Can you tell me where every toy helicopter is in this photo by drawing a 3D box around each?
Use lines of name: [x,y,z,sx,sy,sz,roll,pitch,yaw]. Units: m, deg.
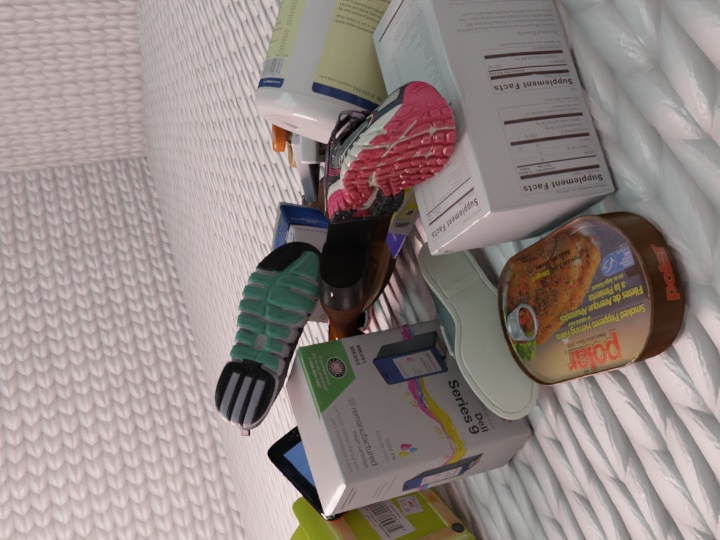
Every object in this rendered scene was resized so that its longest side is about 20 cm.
toy helicopter: [-0.099,-0.254,1.151,0.132,0.078,0.202,133,135,-76]

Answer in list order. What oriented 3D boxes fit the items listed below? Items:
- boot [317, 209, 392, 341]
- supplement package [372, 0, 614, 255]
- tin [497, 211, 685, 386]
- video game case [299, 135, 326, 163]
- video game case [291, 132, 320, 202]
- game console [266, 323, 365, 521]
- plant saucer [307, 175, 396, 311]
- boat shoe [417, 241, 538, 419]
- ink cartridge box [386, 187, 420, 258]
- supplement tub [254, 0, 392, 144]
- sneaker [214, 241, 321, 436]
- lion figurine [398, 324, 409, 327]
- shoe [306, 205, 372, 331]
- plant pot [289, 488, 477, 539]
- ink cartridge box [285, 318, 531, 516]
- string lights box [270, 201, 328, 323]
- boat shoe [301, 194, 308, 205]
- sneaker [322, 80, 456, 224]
boot: [0.000,0.000,0.805,0.201,0.068,0.189,90,-174,-57]
supplement package: [0.098,-0.128,0.595,0.114,0.109,0.202,141,117,-67]
tin: [0.170,0.026,0.583,0.200,0.042,0.113,139,123,-67]
video game case: [-0.049,-0.225,0.919,0.200,0.023,0.184,-53,-38,-79]
video game case: [-0.065,-0.210,0.975,0.143,0.018,0.202,82,-171,-66]
game console: [-0.035,0.170,0.904,0.200,0.172,0.119,19,140,61]
plant saucer: [-0.013,-0.039,0.977,0.199,0.029,0.202,-3,87,54]
boat shoe: [0.115,0.057,0.726,0.062,0.072,0.201,66,179,-58]
ink cartridge box: [0.025,-0.148,0.843,0.200,0.047,0.199,-58,46,47]
supplement tub: [-0.008,-0.225,0.713,0.145,0.144,0.202,19,93,67]
sneaker: [-0.094,0.068,0.770,0.088,0.074,0.201,98,-167,-66]
lion figurine: [0.044,0.117,0.941,0.200,0.072,0.123,-49,40,48]
shoe: [-0.036,-0.003,1.082,0.091,0.071,0.202,-17,89,68]
plant pot: [0.024,0.357,0.902,0.200,0.198,0.183,40,133,51]
ink cartridge box: [0.044,0.136,0.744,0.088,0.199,0.146,112,143,-50]
string lights box: [-0.074,-0.016,0.921,0.200,0.058,0.104,-127,47,-72]
boat shoe: [-0.073,-0.030,1.165,0.074,0.066,0.201,146,113,-69]
sneaker: [0.008,-0.095,0.580,0.200,0.080,0.075,144,116,-69]
